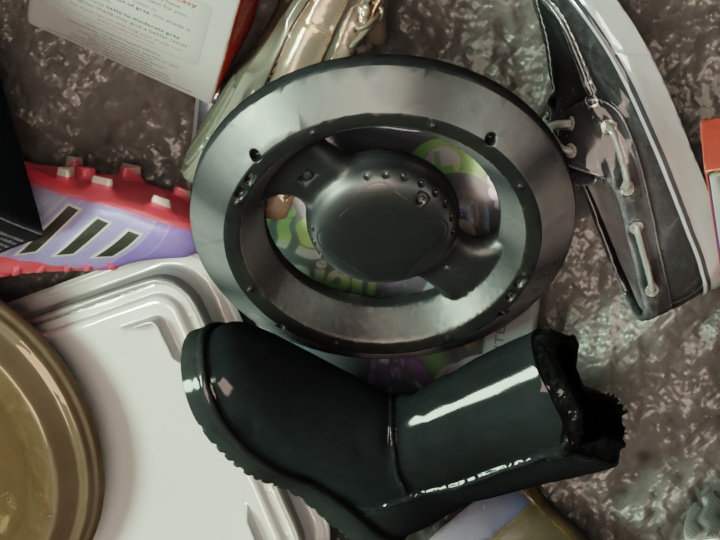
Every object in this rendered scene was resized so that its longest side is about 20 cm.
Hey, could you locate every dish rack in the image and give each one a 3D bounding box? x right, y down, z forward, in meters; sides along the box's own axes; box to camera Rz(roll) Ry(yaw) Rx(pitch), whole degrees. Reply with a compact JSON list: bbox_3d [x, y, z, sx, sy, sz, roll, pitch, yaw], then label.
[{"bbox_3d":[-0.124,0.101,1.444,0.171,0.044,0.201,-19,103,23],"label":"dish rack"}]

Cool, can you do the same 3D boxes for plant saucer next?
[{"bbox_3d":[-0.232,0.097,1.446,0.199,0.029,0.201,12,118,23],"label":"plant saucer"}]

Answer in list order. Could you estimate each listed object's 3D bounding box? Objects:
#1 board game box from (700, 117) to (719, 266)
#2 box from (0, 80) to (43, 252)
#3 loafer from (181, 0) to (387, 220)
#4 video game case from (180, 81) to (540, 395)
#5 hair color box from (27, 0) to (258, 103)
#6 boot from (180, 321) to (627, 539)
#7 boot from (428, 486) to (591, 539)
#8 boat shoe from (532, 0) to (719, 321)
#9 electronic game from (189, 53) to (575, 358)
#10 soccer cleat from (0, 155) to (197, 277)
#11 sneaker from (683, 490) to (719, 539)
[{"bbox_3d":[0.259,0.000,1.340,0.152,0.040,0.201,-8,132,8],"label":"board game box"},{"bbox_3d":[-0.294,-0.084,1.357,0.195,0.124,0.201,-20,76,11],"label":"box"},{"bbox_3d":[-0.019,-0.120,1.373,0.063,0.072,0.201,31,97,-13],"label":"loafer"},{"bbox_3d":[0.000,0.000,1.428,0.198,0.023,0.183,8,105,5],"label":"video game case"},{"bbox_3d":[-0.098,-0.176,1.312,0.110,0.200,0.064,24,63,0],"label":"hair color box"},{"bbox_3d":[0.027,0.064,1.358,0.167,0.077,0.200,-24,135,26],"label":"boot"},{"bbox_3d":[0.047,0.196,1.462,0.200,0.075,0.097,-36,79,15],"label":"boot"},{"bbox_3d":[0.125,-0.068,1.366,0.068,0.072,0.201,-28,107,-9],"label":"boat shoe"},{"bbox_3d":[0.011,-0.029,1.354,0.198,0.042,0.201,0,132,0],"label":"electronic game"},{"bbox_3d":[-0.175,-0.024,1.417,0.199,0.067,0.077,12,101,11],"label":"soccer cleat"},{"bbox_3d":[0.279,0.144,1.418,0.199,0.075,0.082,-11,118,16],"label":"sneaker"}]
